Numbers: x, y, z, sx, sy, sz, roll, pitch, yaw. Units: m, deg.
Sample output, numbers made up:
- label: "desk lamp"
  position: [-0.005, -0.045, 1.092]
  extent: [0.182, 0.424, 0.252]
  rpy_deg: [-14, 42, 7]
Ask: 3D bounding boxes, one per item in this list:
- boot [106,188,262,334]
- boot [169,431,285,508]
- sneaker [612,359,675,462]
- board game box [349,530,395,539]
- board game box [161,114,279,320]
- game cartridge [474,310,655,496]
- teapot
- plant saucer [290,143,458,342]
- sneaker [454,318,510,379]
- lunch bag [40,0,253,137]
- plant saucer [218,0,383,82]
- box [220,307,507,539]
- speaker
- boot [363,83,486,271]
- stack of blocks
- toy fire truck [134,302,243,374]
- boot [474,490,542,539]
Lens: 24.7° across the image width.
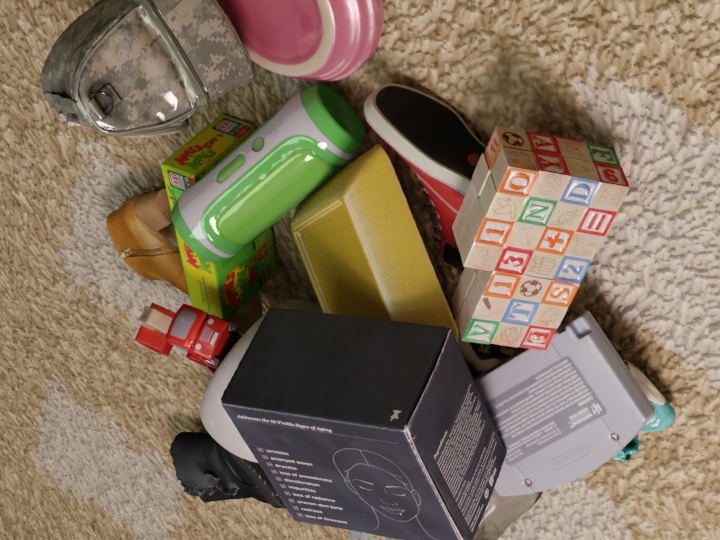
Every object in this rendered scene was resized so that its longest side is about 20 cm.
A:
- label: "boot"
  position: [-0.205, -0.002, 1.893]
  extent: [0.201, 0.071, 0.144]
  rpy_deg: [55, 148, -8]
- label: "boot"
  position: [-0.180, 0.220, 2.060]
  extent: [0.168, 0.076, 0.200]
  rpy_deg: [-1, 130, 39]
- label: "sneaker"
  position: [0.235, 0.165, 1.632]
  extent: [0.080, 0.078, 0.200]
  rpy_deg: [37, 143, -5]
- label: "board game box"
  position: [0.031, 0.304, 1.826]
  extent: [0.200, 0.034, 0.135]
  rpy_deg: [180, 84, -73]
- label: "board game box"
  position: [-0.147, -0.054, 1.753]
  extent: [0.048, 0.102, 0.200]
  rpy_deg: [20, 137, 30]
- label: "game cartridge"
  position: [0.182, 0.137, 1.576]
  extent: [0.200, 0.040, 0.134]
  rpy_deg: [-35, 85, 40]
- label: "teapot"
  position: [-0.065, 0.136, 1.764]
  extent: [0.146, 0.200, 0.198]
  rpy_deg: [38, 104, 15]
- label: "plant saucer"
  position: [0.000, 0.000, 1.591]
  extent: [0.200, 0.048, 0.200]
  rpy_deg: [-28, 83, 65]
- label: "sneaker"
  position: [0.089, 0.063, 1.672]
  extent: [0.129, 0.079, 0.200]
  rpy_deg: [0, 109, 24]
- label: "lunch bag"
  position: [-0.216, -0.200, 1.580]
  extent: [0.140, 0.168, 0.200]
  rpy_deg: [61, 167, -18]
- label: "plant saucer"
  position: [-0.073, -0.259, 1.535]
  extent: [0.200, 0.051, 0.201]
  rpy_deg: [24, 138, 24]
- label: "box"
  position: [0.007, 0.149, 1.549]
  extent: [0.200, 0.124, 0.197]
  rpy_deg: [6, 143, 29]
- label: "speaker"
  position: [-0.091, -0.094, 1.610]
  extent: [0.200, 0.088, 0.088]
  rpy_deg: [-39, 97, 21]
- label: "boot"
  position: [0.069, -0.077, 1.559]
  extent: [0.200, 0.072, 0.144]
  rpy_deg: [38, 144, 3]
- label: "stack of blocks"
  position: [0.144, -0.024, 1.466]
  extent: [0.115, 0.059, 0.200]
  rpy_deg: [8, 129, -17]
- label: "toy fire truck"
  position: [-0.192, 0.070, 1.801]
  extent: [0.141, 0.049, 0.200]
  rpy_deg: [23, 170, 12]
- label: "boot"
  position: [0.125, 0.287, 1.796]
  extent: [0.068, 0.131, 0.200]
  rpy_deg: [36, 142, 10]
